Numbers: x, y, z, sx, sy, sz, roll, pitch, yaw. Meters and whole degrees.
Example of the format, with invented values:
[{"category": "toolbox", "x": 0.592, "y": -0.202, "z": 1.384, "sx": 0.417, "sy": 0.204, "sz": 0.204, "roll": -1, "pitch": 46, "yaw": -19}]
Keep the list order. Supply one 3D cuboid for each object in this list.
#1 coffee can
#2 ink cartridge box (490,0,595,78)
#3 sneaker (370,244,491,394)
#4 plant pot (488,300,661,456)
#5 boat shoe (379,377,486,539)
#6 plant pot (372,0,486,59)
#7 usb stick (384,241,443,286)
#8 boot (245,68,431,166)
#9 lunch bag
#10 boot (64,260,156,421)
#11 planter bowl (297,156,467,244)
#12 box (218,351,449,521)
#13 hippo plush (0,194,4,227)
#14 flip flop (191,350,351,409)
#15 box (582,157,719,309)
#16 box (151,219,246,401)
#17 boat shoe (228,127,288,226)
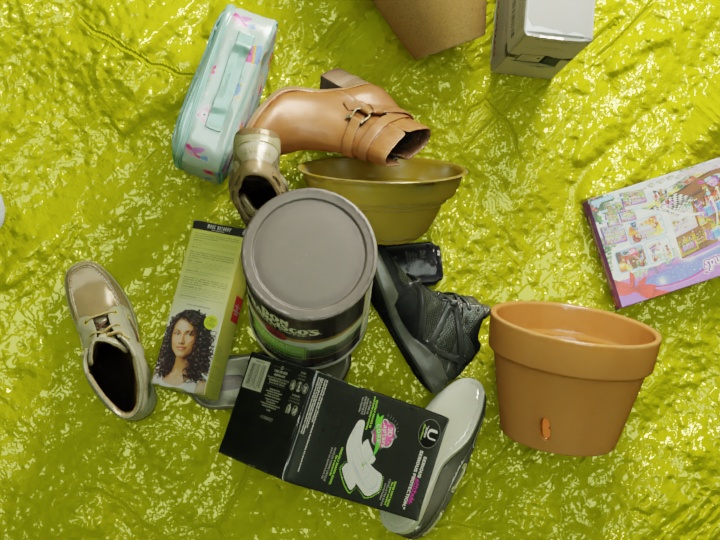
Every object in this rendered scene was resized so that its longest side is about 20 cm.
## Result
[{"category": "coffee can", "x": -0.057, "y": 0.014, "z": 1.628, "sx": 0.144, "sy": 0.200, "sz": 0.148, "roll": 1, "pitch": 71, "yaw": -2}, {"category": "ink cartridge box", "x": 0.214, "y": -0.320, "z": 1.713, "sx": 0.085, "sy": 0.200, "sz": 0.149, "roll": 6, "pitch": 85, "yaw": -4}, {"category": "sneaker", "x": 0.078, "y": 0.035, "z": 1.724, "sx": 0.114, "sy": 0.076, "sz": 0.201, "roll": -35, "pitch": 106, "yaw": -10}, {"category": "plant pot", "x": 0.239, "y": 0.127, "z": 1.689, "sx": 0.197, "sy": 0.200, "sz": 0.142, "roll": 6, "pitch": 101, "yaw": -2}, {"category": "boat shoe", "x": 0.093, "y": 0.224, "z": 1.729, "sx": 0.072, "sy": 0.060, "sz": 0.203, "roll": 24, "pitch": 80, "yaw": 37}, {"category": "plant pot", "x": 0.074, "y": -0.361, "z": 1.734, "sx": 0.184, "sy": 0.186, "sz": 0.202, "roll": -19, "pitch": 99, "yaw": -4}, {"category": "usb stick", "x": 0.000, "y": 0.000, "z": 1.758, "sx": 0.197, "sy": 0.033, "sz": 0.056, "roll": -6, "pitch": 78, "yaw": -3}, {"category": "boot", "x": -0.029, "y": -0.153, "z": 1.701, "sx": 0.155, "sy": 0.077, "sz": 0.199, "roll": 36, "pitch": 46, "yaw": 28}, {"category": "lunch bag", "x": -0.159, "y": -0.209, "z": 1.705, "sx": 0.076, "sy": 0.160, "sz": 0.202, "roll": 19, "pitch": 85, "yaw": -1}, {"category": "boot", "x": -0.292, "y": 0.077, "z": 1.675, "sx": 0.071, "sy": 0.155, "sz": 0.202, "roll": -22, "pitch": 86, "yaw": -4}, {"category": "planter bowl", "x": 0.025, "y": -0.079, "z": 1.699, "sx": 0.197, "sy": 0.201, "sz": 0.085, "roll": 0, "pitch": 103, "yaw": -3}, {"category": "box", "x": -0.029, "y": 0.186, "z": 1.643, "sx": 0.199, "sy": 0.148, "sz": 0.126, "roll": 23, "pitch": 83, "yaw": -34}, {"category": "hippo plush", "x": -0.488, "y": -0.047, "z": 1.675, "sx": 0.200, "sy": 0.159, "sz": 0.161, "roll": 42, "pitch": 85, "yaw": 2}, {"category": "flip flop", "x": -0.107, "y": 0.121, "z": 1.728, "sx": 0.197, "sy": 0.058, "sz": 0.082, "roll": -9, "pitch": 82, "yaw": -1}, {"category": "box", "x": 0.384, "y": -0.048, "z": 1.777, "sx": 0.198, "sy": 0.039, "sz": 0.139, "roll": -17, "pitch": 85, "yaw": -4}, {"category": "box", "x": -0.182, "y": 0.046, "z": 1.718, "sx": 0.074, "sy": 0.050, "sz": 0.203, "roll": 9, "pitch": 78, "yaw": 18}, {"category": "boat shoe", "x": -0.120, "y": -0.087, "z": 1.676, "sx": 0.070, "sy": 0.201, "sz": 0.065, "roll": 0, "pitch": 64, "yaw": 1}]
